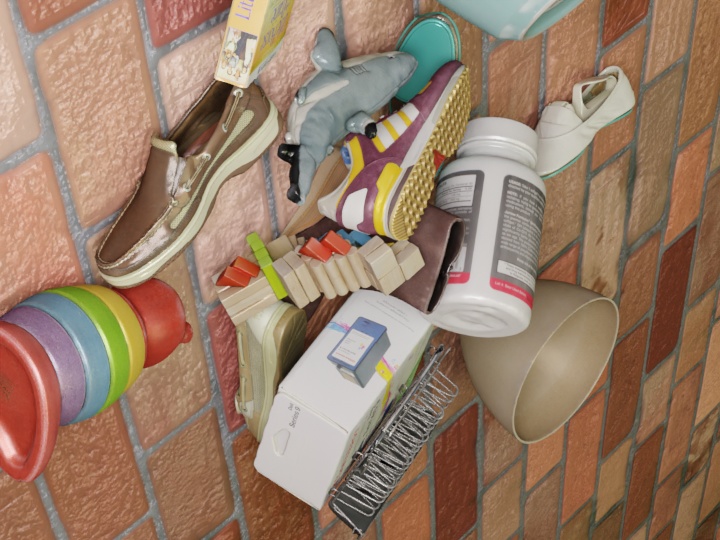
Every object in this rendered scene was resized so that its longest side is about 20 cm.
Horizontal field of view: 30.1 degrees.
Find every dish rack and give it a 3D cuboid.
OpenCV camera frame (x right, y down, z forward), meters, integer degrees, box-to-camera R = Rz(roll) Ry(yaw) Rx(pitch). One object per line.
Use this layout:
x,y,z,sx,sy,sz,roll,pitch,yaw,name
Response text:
0.036,0.158,1.264,0.154,0.054,0.200,-54,175,-28,dish rack

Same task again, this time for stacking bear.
-0.220,0.062,1.076,0.200,0.121,0.114,-28,155,-53,stacking bear

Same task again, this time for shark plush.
-0.019,-0.135,1.135,0.200,0.083,0.091,-56,154,-53,shark plush

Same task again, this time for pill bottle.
0.124,-0.044,1.322,0.111,0.110,0.201,44,51,-58,pill bottle

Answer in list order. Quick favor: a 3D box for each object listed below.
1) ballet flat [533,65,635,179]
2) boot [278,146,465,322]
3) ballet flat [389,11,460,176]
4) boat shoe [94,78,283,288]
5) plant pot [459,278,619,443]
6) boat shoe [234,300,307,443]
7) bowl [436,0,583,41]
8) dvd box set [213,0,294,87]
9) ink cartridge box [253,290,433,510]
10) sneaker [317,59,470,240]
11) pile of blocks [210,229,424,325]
0.243,-0.175,1.530,0.200,0.069,0.070,-38,144,-34,ballet flat
0.000,0.000,1.250,0.072,0.166,0.201,-6,125,-50,boot
0.061,-0.166,1.297,0.070,0.067,0.201,-55,159,-54,ballet flat
-0.151,-0.081,1.081,0.203,0.074,0.075,-53,135,-18,boat shoe
0.199,0.089,1.625,0.200,0.134,0.201,-34,142,-32,plant pot
-0.096,0.096,1.316,0.073,0.063,0.201,-55,163,-34,boat shoe
0.155,-0.279,1.189,0.200,0.105,0.201,-37,176,-3,bowl
-0.059,-0.251,1.011,0.146,0.029,0.201,-70,178,-67,dvd box set
-0.012,0.116,1.342,0.200,0.087,0.146,-48,164,-41,ink cartridge box
0.032,-0.118,1.187,0.075,0.090,0.201,79,32,-49,sneaker
-0.047,-0.015,1.188,0.199,0.083,0.062,-11,139,13,pile of blocks
